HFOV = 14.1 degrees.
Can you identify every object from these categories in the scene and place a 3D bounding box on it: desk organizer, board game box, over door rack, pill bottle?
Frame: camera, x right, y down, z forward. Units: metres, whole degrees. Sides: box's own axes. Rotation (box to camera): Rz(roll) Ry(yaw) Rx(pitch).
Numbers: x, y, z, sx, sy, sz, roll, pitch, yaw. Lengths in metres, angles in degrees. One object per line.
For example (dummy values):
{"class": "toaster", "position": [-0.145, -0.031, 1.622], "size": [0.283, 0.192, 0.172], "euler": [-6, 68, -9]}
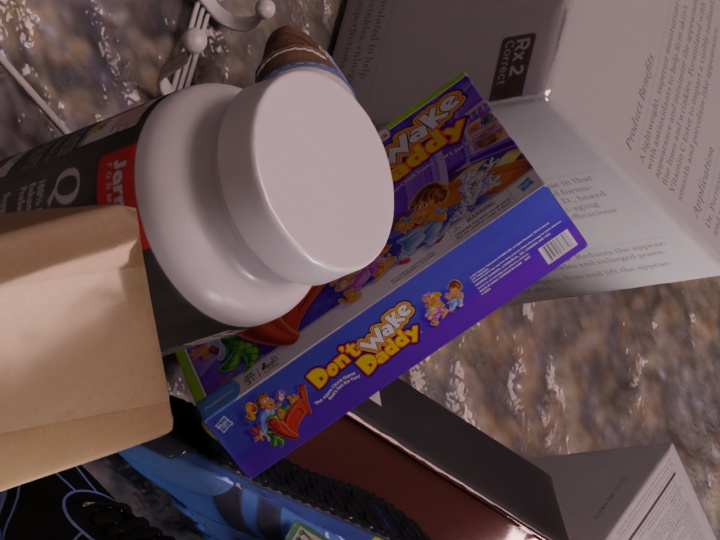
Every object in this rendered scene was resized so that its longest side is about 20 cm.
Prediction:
{"class": "desk organizer", "position": [0.012, 0.110, 1.565], "size": [0.200, 0.077, 0.072], "euler": [34, 23, -26]}
{"class": "board game box", "position": [0.000, 0.000, 1.444], "size": [0.045, 0.200, 0.134], "euler": [53, 4, -32]}
{"class": "over door rack", "position": [-0.120, -0.125, 1.454], "size": [0.200, 0.067, 0.148], "euler": [40, 52, -40]}
{"class": "pill bottle", "position": [-0.089, -0.021, 1.356], "size": [0.116, 0.200, 0.116], "euler": [22, 59, -43]}

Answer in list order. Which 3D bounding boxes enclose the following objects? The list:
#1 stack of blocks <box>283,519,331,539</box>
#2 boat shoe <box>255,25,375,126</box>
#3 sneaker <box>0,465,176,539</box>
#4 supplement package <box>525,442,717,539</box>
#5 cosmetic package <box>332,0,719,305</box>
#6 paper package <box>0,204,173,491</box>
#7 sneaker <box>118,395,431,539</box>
{"class": "stack of blocks", "position": [-0.042, 0.191, 1.367], "size": [0.115, 0.059, 0.200], "euler": [32, 22, 1]}
{"class": "boat shoe", "position": [-0.012, -0.048, 1.553], "size": [0.200, 0.072, 0.072], "euler": [78, 2, -45]}
{"class": "sneaker", "position": [-0.089, 0.136, 1.228], "size": [0.070, 0.078, 0.200], "euler": [0, 44, -48]}
{"class": "supplement package", "position": [0.154, 0.217, 1.699], "size": [0.114, 0.109, 0.200], "euler": [-47, 119, -45]}
{"class": "cosmetic package", "position": [0.107, -0.104, 1.658], "size": [0.200, 0.165, 0.165], "euler": [41, 52, -40]}
{"class": "paper package", "position": [-0.206, 0.045, 1.186], "size": [0.200, 0.191, 0.104], "euler": [-16, 96, -35]}
{"class": "sneaker", "position": [-0.058, 0.130, 1.483], "size": [0.200, 0.078, 0.066], "euler": [30, 16, -27]}
